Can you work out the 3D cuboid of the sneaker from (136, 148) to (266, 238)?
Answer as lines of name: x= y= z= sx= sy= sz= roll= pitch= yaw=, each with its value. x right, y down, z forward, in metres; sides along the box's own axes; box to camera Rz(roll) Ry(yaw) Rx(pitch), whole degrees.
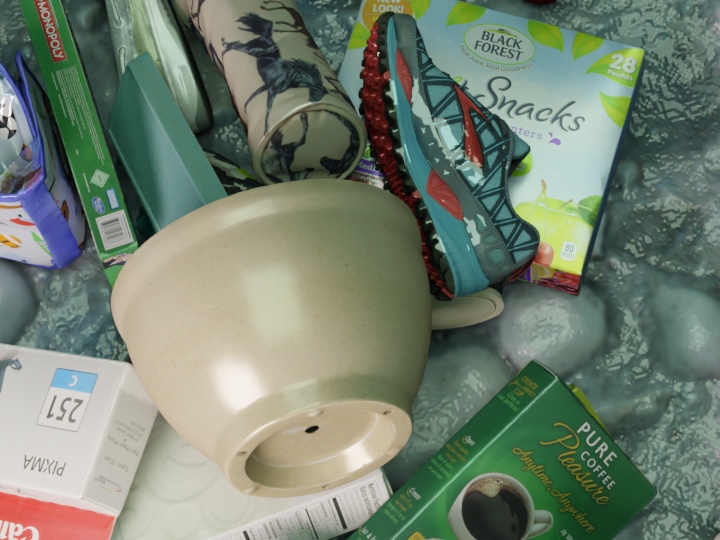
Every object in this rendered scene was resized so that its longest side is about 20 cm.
sneaker: x=-0.092 y=-0.026 z=1.642 sx=0.077 sy=0.200 sz=0.080 roll=13 pitch=102 yaw=-32

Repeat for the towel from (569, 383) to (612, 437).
towel: x=0.084 y=0.165 z=1.628 sx=0.200 sy=0.018 sz=0.086 roll=-36 pitch=113 yaw=-7

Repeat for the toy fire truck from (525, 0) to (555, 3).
toy fire truck: x=0.098 y=-0.298 z=1.708 sx=0.200 sy=0.049 sz=0.141 roll=41 pitch=71 yaw=-23

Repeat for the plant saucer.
plant saucer: x=-0.126 y=-0.061 z=1.619 sx=0.019 sy=0.070 sz=0.200 roll=2 pitch=38 yaw=-30

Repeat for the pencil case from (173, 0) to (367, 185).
pencil case: x=-0.063 y=-0.137 z=1.665 sx=0.078 sy=0.089 sz=0.200 roll=-21 pitch=50 yaw=-8

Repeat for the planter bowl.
planter bowl: x=-0.042 y=0.056 z=1.513 sx=0.200 sy=0.200 sz=0.135 roll=-17 pitch=61 yaw=-1

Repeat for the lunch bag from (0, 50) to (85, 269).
lunch bag: x=-0.270 y=-0.094 z=1.661 sx=0.200 sy=0.170 sz=0.124 roll=42 pitch=80 yaw=15

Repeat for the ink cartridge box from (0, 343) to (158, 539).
ink cartridge box: x=-0.235 y=0.138 z=1.608 sx=0.200 sy=0.045 sz=0.176 roll=5 pitch=71 yaw=41

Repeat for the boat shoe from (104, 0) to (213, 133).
boat shoe: x=-0.166 y=-0.182 z=1.729 sx=0.065 sy=0.074 sz=0.202 roll=-23 pitch=84 yaw=2

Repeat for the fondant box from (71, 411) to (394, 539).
fondant box: x=-0.093 y=0.125 z=1.623 sx=0.200 sy=0.058 sz=0.144 roll=-20 pitch=53 yaw=-3

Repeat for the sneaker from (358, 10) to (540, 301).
sneaker: x=0.061 y=-0.079 z=1.626 sx=0.095 sy=0.079 sz=0.200 roll=-13 pitch=77 yaw=-18

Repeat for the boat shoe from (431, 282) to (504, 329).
boat shoe: x=0.000 y=0.000 z=1.664 sx=0.200 sy=0.072 sz=0.068 roll=4 pitch=66 yaw=14

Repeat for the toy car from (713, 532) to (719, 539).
toy car: x=0.332 y=0.201 z=1.562 sx=0.200 sy=0.175 sz=0.150 roll=-44 pitch=111 yaw=-8

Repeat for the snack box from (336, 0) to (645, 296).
snack box: x=0.078 y=-0.092 z=1.689 sx=0.200 sy=0.068 sz=0.169 roll=17 pitch=78 yaw=7

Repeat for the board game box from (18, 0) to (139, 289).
board game box: x=-0.185 y=-0.084 z=1.669 sx=0.029 sy=0.135 sz=0.200 roll=-18 pitch=75 yaw=-3

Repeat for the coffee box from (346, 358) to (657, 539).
coffee box: x=0.084 y=0.168 z=1.595 sx=0.200 sy=0.044 sz=0.123 roll=-45 pitch=115 yaw=-3
